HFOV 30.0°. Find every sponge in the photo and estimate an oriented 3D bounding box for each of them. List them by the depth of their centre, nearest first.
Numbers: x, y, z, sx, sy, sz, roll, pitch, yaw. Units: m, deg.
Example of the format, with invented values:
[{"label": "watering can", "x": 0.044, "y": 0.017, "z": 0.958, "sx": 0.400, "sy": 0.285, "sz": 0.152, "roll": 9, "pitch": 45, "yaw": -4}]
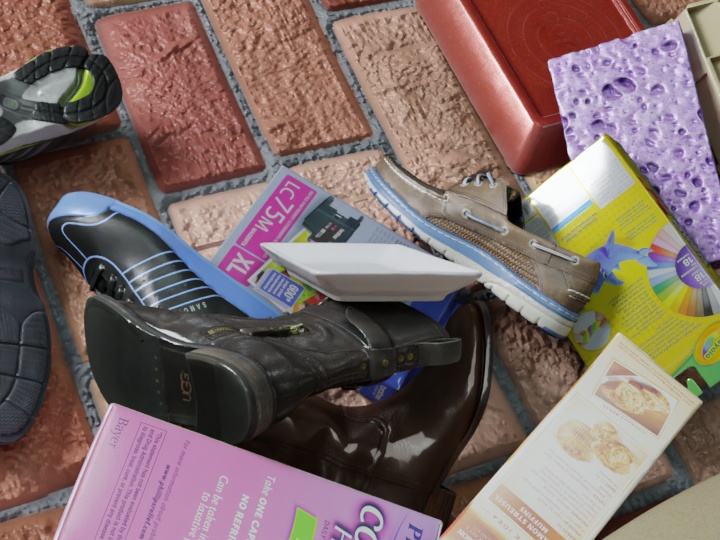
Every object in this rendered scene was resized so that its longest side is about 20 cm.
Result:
[{"label": "sponge", "x": 0.224, "y": -0.088, "z": 1.072, "sx": 0.111, "sy": 0.030, "sz": 0.201, "roll": -14, "pitch": 74, "yaw": 15}]

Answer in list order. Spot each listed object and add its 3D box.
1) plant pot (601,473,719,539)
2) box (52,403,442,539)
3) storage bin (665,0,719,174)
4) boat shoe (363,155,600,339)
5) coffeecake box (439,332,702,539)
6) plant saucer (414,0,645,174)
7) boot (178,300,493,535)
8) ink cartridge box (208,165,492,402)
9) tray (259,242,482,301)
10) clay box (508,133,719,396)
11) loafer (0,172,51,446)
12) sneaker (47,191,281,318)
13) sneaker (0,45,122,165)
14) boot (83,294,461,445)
[{"label": "plant pot", "x": 0.232, "y": 0.192, "z": 0.784, "sx": 0.199, "sy": 0.188, "sz": 0.188, "roll": -2, "pitch": 59, "yaw": -23}, {"label": "box", "x": -0.077, "y": 0.187, "z": 0.789, "sx": 0.199, "sy": 0.176, "sz": 0.097, "roll": 20, "pitch": 56, "yaw": -4}, {"label": "storage bin", "x": 0.365, "y": -0.131, "z": 1.133, "sx": 0.197, "sy": 0.094, "sz": 0.201, "roll": -11, "pitch": 74, "yaw": -23}, {"label": "boat shoe", "x": 0.093, "y": -0.034, "z": 1.015, "sx": 0.200, "sy": 0.072, "sz": 0.073, "roll": 37, "pitch": 97, "yaw": 15}, {"label": "coffeecake box", "x": 0.115, "y": 0.159, "z": 0.873, "sx": 0.073, "sy": 0.154, "sz": 0.200, "roll": 40, "pitch": 57, "yaw": 12}, {"label": "plant saucer", "x": 0.177, "y": -0.193, "z": 1.178, "sx": 0.199, "sy": 0.037, "sz": 0.200, "roll": -16, "pitch": 65, "yaw": -24}, {"label": "boot", "x": -0.021, "y": 0.082, "z": 0.900, "sx": 0.199, "sy": 0.064, "sz": 0.188, "roll": 18, "pitch": 76, "yaw": -12}, {"label": "ink cartridge box", "x": -0.006, "y": 0.018, "z": 0.997, "sx": 0.199, "sy": 0.042, "sz": 0.120, "roll": 32, "pitch": 57, "yaw": 4}, {"label": "tray", "x": 0.000, "y": 0.000, "z": 0.895, "sx": 0.107, "sy": 0.200, "sz": 0.022, "roll": -1, "pitch": 96, "yaw": -14}, {"label": "clay box", "x": 0.201, "y": 0.011, "z": 1.014, "sx": 0.201, "sy": 0.115, "sz": 0.048, "roll": 58, "pitch": 19, "yaw": 19}, {"label": "loafer", "x": -0.256, "y": 0.031, "z": 0.917, "sx": 0.072, "sy": 0.063, "sz": 0.201, "roll": 16, "pitch": 55, "yaw": -42}, {"label": "sneaker", "x": -0.145, "y": 0.023, "z": 0.937, "sx": 0.199, "sy": 0.070, "sz": 0.078, "roll": 32, "pitch": 51, "yaw": 5}, {"label": "sneaker", "x": -0.270, "y": -0.099, "z": 0.966, "sx": 0.199, "sy": 0.081, "sz": 0.074, "roll": -18, "pitch": 78, "yaw": -33}, {"label": "boot", "x": -0.058, "y": 0.047, "z": 0.842, "sx": 0.199, "sy": 0.070, "sz": 0.173, "roll": 20, "pitch": 26, "yaw": 41}]
